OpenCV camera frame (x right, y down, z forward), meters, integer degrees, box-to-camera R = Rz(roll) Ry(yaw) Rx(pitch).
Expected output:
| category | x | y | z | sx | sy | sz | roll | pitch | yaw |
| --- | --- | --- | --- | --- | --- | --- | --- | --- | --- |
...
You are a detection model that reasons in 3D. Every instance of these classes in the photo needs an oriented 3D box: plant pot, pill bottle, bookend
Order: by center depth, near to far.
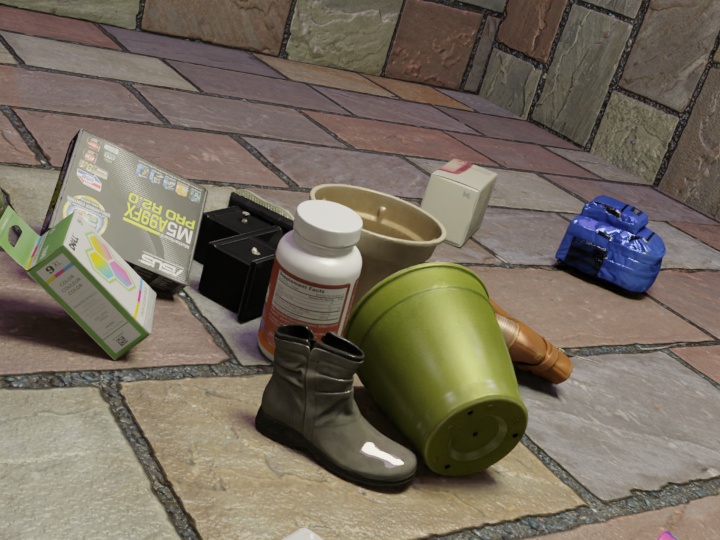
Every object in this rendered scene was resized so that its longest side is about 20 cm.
| category | x | y | z | sx | sy | sz | roll | pitch | yaw |
| --- | --- | --- | --- | --- | --- | --- | --- | --- | --- |
| plant pot | 0.100 | 0.129 | 1.063 | 0.199 | 0.201 | 0.193 | 7 | 35 | -27 |
| pill bottle | -0.061 | 0.018 | 1.147 | 0.111 | 0.201 | 0.112 | 12 | 27 | -6 |
| plant pot | 0.000 | 0.000 | 1.279 | 0.199 | 0.185 | 0.201 | 15 | 21 | -6 |
| bookend | -0.180 | -0.027 | 1.331 | 0.199 | 0.093 | 0.198 | 26 | 23 | 24 |

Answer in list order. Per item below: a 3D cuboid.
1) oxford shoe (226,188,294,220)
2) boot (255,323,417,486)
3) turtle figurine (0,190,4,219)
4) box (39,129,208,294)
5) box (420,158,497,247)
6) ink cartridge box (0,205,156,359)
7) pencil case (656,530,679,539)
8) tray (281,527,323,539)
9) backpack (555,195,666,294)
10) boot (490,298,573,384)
| category | x | y | z | sx | sy | sz | roll | pitch | yaw |
| --- | --- | --- | --- | --- | --- | --- | --- | --- | --- |
| oxford shoe | -0.152 | -0.074 | 1.517 | 0.200 | 0.075 | 0.058 | 37 | -8 | 37 |
| boot | -0.018 | 0.144 | 0.976 | 0.199 | 0.132 | 0.068 | 22 | 21 | 11 |
| turtle figurine | -0.458 | -0.058 | 1.031 | 0.100 | 0.202 | 0.150 | 4 | 24 | -30 |
| box | -0.315 | -0.078 | 1.220 | 0.199 | 0.044 | 0.161 | 26 | 55 | -29 |
| box | 0.203 | -0.147 | 1.889 | 0.108 | 0.129 | 0.200 | 22 | 21 | 13 |
| ink cartridge box | -0.327 | -0.002 | 1.047 | 0.200 | 0.059 | 0.104 | 51 | 8 | -25 |
| pencil case | 0.355 | 0.341 | 0.863 | 0.199 | 0.089 | 0.088 | 35 | 27 | 33 |
| tray | -0.008 | 0.291 | 0.774 | 0.199 | 0.022 | 0.107 | 30 | 23 | 29 |
| backpack | 0.532 | -0.051 | 1.867 | 0.199 | 0.169 | 0.162 | 30 | 30 | 20 |
| boot | 0.240 | 0.105 | 1.370 | 0.154 | 0.077 | 0.200 | 30 | -1 | -2 |
